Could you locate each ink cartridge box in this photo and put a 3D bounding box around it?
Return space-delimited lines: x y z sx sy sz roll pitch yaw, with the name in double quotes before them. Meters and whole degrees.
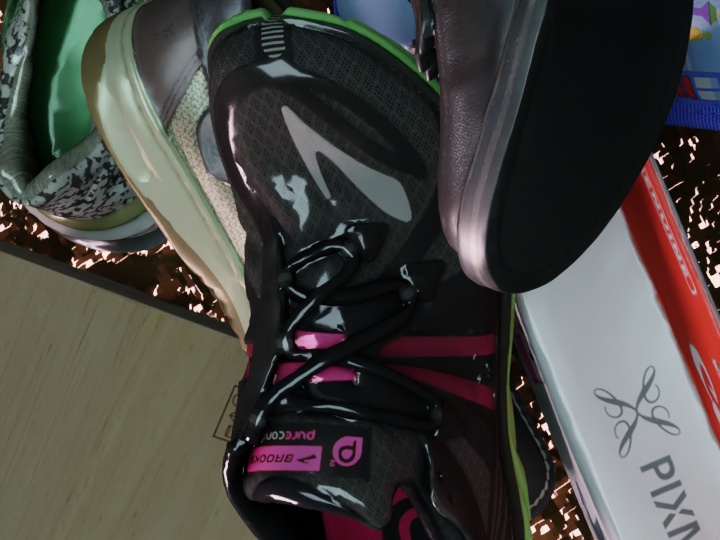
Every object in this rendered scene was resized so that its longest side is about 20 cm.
"ink cartridge box" 0.085 0.059 0.745 0.044 0.174 0.200 -22 88 0

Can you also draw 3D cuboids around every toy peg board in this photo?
"toy peg board" -0.145 0.076 0.832 0.199 0.098 0.200 21 99 -23

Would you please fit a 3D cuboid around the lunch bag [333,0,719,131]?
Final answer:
"lunch bag" 0.063 -0.119 0.707 0.200 0.094 0.151 5 119 21

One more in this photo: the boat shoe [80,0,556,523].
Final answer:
"boat shoe" 0.000 -0.001 0.787 0.066 0.072 0.201 -26 108 36

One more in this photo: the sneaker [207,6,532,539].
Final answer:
"sneaker" 0.002 0.027 0.715 0.077 0.084 0.200 -8 107 22

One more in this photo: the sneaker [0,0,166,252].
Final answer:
"sneaker" -0.074 -0.103 0.815 0.077 0.089 0.200 7 95 12

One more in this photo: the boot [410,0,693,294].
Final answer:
"boot" -0.007 -0.100 0.667 0.174 0.069 0.200 7 89 34
